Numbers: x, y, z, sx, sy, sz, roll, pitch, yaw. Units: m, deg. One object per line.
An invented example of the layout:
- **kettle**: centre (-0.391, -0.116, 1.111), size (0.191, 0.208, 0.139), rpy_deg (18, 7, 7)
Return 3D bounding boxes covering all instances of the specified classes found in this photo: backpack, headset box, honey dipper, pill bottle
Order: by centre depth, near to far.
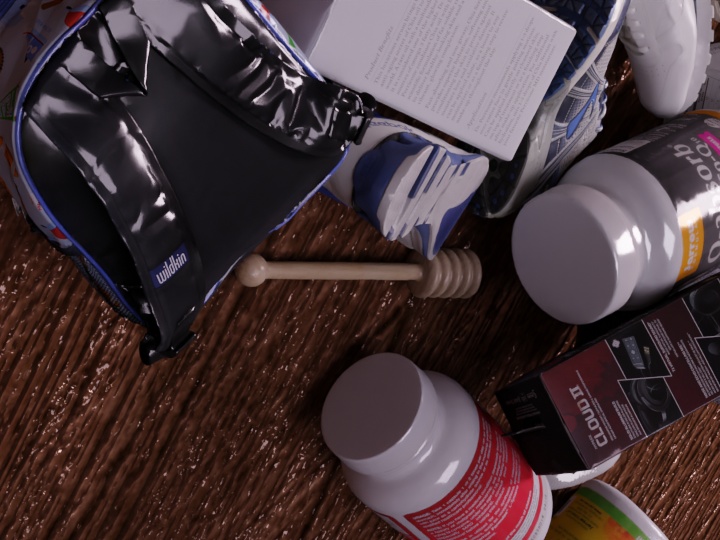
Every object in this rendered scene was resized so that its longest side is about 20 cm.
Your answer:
- **backpack**: centre (-0.117, -0.088, 0.794), size (0.200, 0.153, 0.191), rpy_deg (-50, 143, -13)
- **honey dipper**: centre (0.000, 0.000, 1.020), size (0.199, 0.038, 0.038), rpy_deg (2, 113, -38)
- **headset box**: centre (0.194, 0.078, 1.054), size (0.199, 0.149, 0.078), rpy_deg (-26, 84, -10)
- **pill bottle**: centre (0.208, -0.039, 1.060), size (0.199, 0.116, 0.117), rpy_deg (-25, 128, -39)
- **pill bottle**: centre (0.056, 0.146, 1.094), size (0.112, 0.112, 0.200), rpy_deg (-49, 135, -5)
- **pill bottle**: centre (0.174, 0.289, 1.272), size (0.200, 0.111, 0.111), rpy_deg (-45, 134, -10)

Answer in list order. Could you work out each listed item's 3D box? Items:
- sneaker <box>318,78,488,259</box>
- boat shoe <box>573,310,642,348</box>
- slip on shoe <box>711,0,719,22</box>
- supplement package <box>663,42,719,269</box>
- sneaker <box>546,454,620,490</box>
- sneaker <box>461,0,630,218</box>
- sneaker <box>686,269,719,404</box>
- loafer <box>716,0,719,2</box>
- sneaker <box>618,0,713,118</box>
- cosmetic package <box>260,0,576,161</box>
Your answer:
- **sneaker**: centre (0.009, -0.074, 0.957), size (0.081, 0.115, 0.199), rpy_deg (-57, 164, 5)
- **boat shoe**: centre (0.213, 0.045, 1.182), size (0.066, 0.071, 0.203), rpy_deg (28, 74, -57)
- **slip on shoe**: centre (0.335, -0.275, 1.118), size (0.076, 0.060, 0.201), rpy_deg (35, 90, -45)
- **supplement package**: centre (0.350, -0.105, 1.192), size (0.199, 0.111, 0.157), rpy_deg (-17, 124, -33)
- **sneaker**: centre (0.202, 0.105, 1.232), size (0.199, 0.075, 0.089), rpy_deg (-31, 115, -26)
- **sneaker**: centre (0.139, -0.130, 1.044), size (0.085, 0.077, 0.201), rpy_deg (5, 119, -49)
- **sneaker**: centre (0.327, 0.062, 1.291), size (0.199, 0.075, 0.115), rpy_deg (15, 102, -46)
- **loafer**: centre (0.273, -0.296, 1.050), size (0.068, 0.075, 0.202), rpy_deg (-34, 129, -53)
- **sneaker**: centre (0.205, -0.204, 1.055), size (0.080, 0.076, 0.202), rpy_deg (-16, 117, -21)
- **cosmetic package**: centre (0.037, -0.153, 0.937), size (0.199, 0.071, 0.102), rpy_deg (20, 101, -44)
